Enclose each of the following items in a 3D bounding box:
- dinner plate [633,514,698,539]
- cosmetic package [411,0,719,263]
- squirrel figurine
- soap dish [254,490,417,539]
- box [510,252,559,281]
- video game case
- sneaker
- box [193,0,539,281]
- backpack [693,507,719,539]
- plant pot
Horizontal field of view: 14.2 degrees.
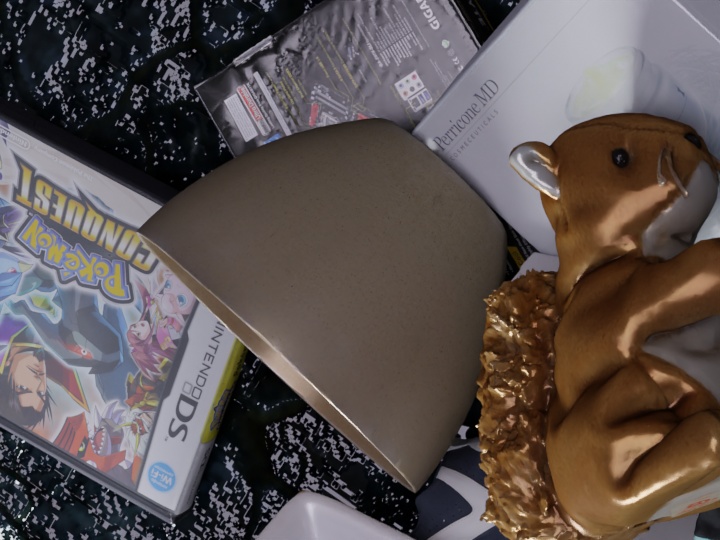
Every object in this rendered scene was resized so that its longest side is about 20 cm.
[{"bbox_3d":[0.190,0.168,1.522,0.024,0.199,0.201,-21,88,56],"label":"dinner plate"},{"bbox_3d":[0.167,-0.084,1.460,0.200,0.123,0.199,43,141,0],"label":"cosmetic package"},{"bbox_3d":[0.115,0.029,1.366,0.200,0.141,0.188,-31,72,40],"label":"squirrel figurine"},{"bbox_3d":[0.007,0.220,1.528,0.199,0.157,0.082,25,144,24],"label":"soap dish"},{"bbox_3d":[0.135,0.077,1.528,0.041,0.039,0.200,9,140,46],"label":"box"},{"bbox_3d":[-0.159,0.023,1.668,0.199,0.025,0.182,28,114,16],"label":"video game case"},{"bbox_3d":[0.080,0.179,1.602,0.129,0.079,0.200,0,110,32],"label":"sneaker"},{"bbox_3d":[0.024,-0.061,1.610,0.159,0.049,0.201,-33,84,20],"label":"box"},{"bbox_3d":[0.280,0.111,1.463,0.175,0.200,0.154,2,102,34],"label":"backpack"},{"bbox_3d":[0.000,0.000,1.513,0.200,0.200,0.135,42,85,10],"label":"plant pot"}]
